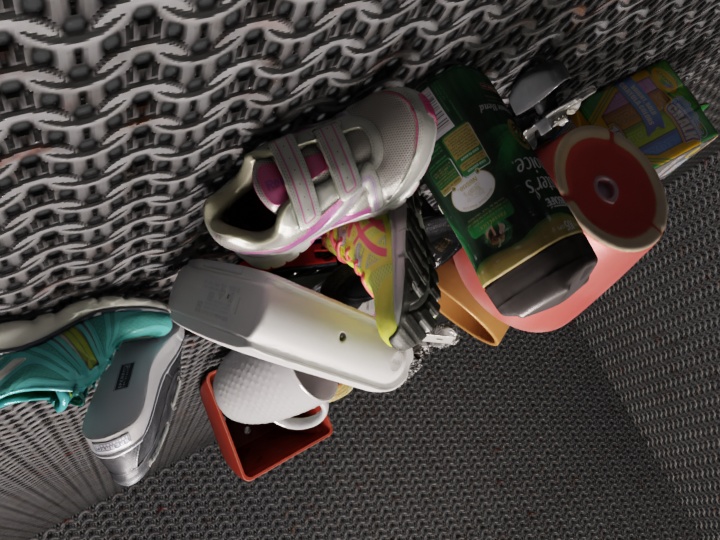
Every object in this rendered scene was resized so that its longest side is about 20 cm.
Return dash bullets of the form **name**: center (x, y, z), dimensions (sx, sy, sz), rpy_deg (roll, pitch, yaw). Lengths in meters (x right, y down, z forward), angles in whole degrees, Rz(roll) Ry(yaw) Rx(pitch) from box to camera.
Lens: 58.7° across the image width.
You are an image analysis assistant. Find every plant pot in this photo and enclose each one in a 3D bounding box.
- **plant pot**: center (0.223, -0.052, 0.714), dimensions (0.198, 0.203, 0.177), rpy_deg (-23, 168, -27)
- **plant pot**: center (0.165, -0.004, 0.971), dimensions (0.141, 0.199, 0.200), rpy_deg (-52, 170, -6)
- **plant pot**: center (-0.204, 0.269, 1.243), dimensions (0.198, 0.203, 0.176), rpy_deg (-21, 177, -34)

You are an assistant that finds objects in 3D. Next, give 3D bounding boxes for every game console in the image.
- **game console**: center (-0.119, 0.021, 0.774), dimensions (0.175, 0.031, 0.199), rpy_deg (-31, 169, 27)

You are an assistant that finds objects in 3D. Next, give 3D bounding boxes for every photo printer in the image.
- **photo printer**: center (-0.058, 0.055, 0.600), dimensions (0.198, 0.071, 0.165), rpy_deg (25, 170, -41)

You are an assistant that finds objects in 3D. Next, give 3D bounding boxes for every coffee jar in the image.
- **coffee jar**: center (0.112, -0.062, 0.525), dimensions (0.085, 0.202, 0.104), rpy_deg (-34, 168, 28)

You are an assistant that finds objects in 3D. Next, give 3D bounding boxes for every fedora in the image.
- **fedora**: center (0.026, -0.040, 0.686), dimensions (0.198, 0.093, 0.201), rpy_deg (-26, 165, -7)

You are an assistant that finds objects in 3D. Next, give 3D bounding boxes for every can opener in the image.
- **can opener**: center (0.167, -0.157, 0.663), dimensions (0.053, 0.068, 0.200), rpy_deg (-30, -178, -14)

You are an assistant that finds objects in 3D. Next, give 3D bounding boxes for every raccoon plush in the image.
- **raccoon plush**: center (0.085, 0.151, 1.143), dimensions (0.196, 0.099, 0.134), rpy_deg (-9, 177, 10)

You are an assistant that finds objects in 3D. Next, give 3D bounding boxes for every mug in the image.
- **mug**: center (-0.133, 0.190, 1.050), dimensions (0.173, 0.201, 0.149), rpy_deg (-26, -150, 22)

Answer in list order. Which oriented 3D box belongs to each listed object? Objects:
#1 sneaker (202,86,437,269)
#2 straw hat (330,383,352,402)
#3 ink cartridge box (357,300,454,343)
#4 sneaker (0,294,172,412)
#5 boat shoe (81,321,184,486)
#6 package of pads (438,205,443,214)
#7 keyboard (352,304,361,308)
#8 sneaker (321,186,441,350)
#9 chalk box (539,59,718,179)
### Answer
- **sneaker**: center (-0.033, -0.063, 0.467), dimensions (0.198, 0.082, 0.088), rpy_deg (-34, 169, 18)
- **straw hat**: center (-0.099, 0.148, 1.163), dimensions (0.200, 0.201, 0.086), rpy_deg (-34, -153, 24)
- **ink cartridge box**: center (0.045, 0.059, 0.958), dimensions (0.196, 0.069, 0.117), rpy_deg (10, 171, 6)
- **sneaker**: center (-0.250, 0.078, 0.547), dimensions (0.198, 0.081, 0.077), rpy_deg (-21, 166, -41)
- **boat shoe**: center (-0.201, 0.112, 0.604), dimensions (0.070, 0.069, 0.201), rpy_deg (-12, -151, -1)
- **package of pads**: center (0.215, -0.044, 0.859), dimensions (0.153, 0.202, 0.068), rpy_deg (-21, 166, -34)
- **keyboard**: center (0.000, 0.000, 0.859), dimensions (0.201, 0.039, 0.104), rpy_deg (-53, 162, -3)
- **sneaker**: center (0.011, -0.020, 0.534), dimensions (0.089, 0.203, 0.078), rpy_deg (-18, 141, 16)
- **chalk box**: center (0.366, -0.180, 0.849), dimensions (0.198, 0.125, 0.125), rpy_deg (-27, 168, -15)
